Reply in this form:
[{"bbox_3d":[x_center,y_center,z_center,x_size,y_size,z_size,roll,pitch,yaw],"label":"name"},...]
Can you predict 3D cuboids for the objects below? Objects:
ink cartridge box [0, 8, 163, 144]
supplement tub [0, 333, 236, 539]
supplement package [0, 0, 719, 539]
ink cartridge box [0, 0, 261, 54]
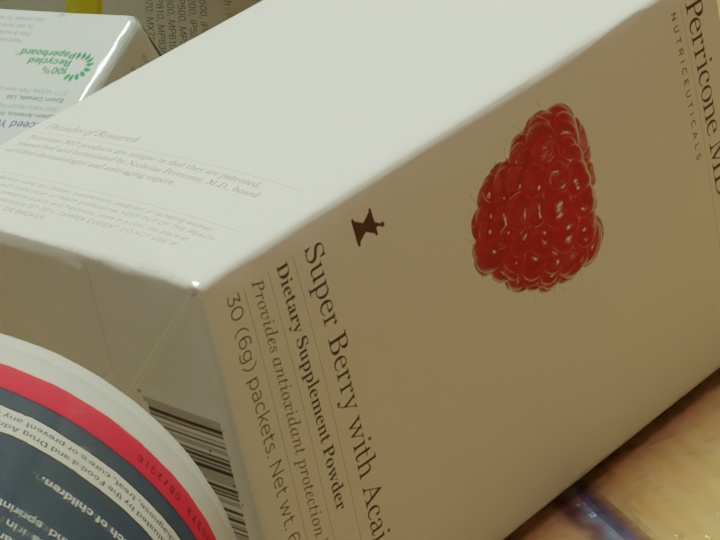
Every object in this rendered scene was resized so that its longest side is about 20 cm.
[{"bbox_3d":[-0.185,-0.006,0.876,0.196,0.043,0.200,8,56,35],"label":"ink cartridge box"},{"bbox_3d":[-0.105,0.112,0.519,0.140,0.141,0.200,-6,26,13],"label":"supplement tub"},{"bbox_3d":[0.000,0.000,0.720,0.120,0.121,0.200,13,36,43],"label":"supplement package"},{"bbox_3d":[-0.095,-0.129,1.031,0.200,0.084,0.145,8,31,16],"label":"ink cartridge box"}]
